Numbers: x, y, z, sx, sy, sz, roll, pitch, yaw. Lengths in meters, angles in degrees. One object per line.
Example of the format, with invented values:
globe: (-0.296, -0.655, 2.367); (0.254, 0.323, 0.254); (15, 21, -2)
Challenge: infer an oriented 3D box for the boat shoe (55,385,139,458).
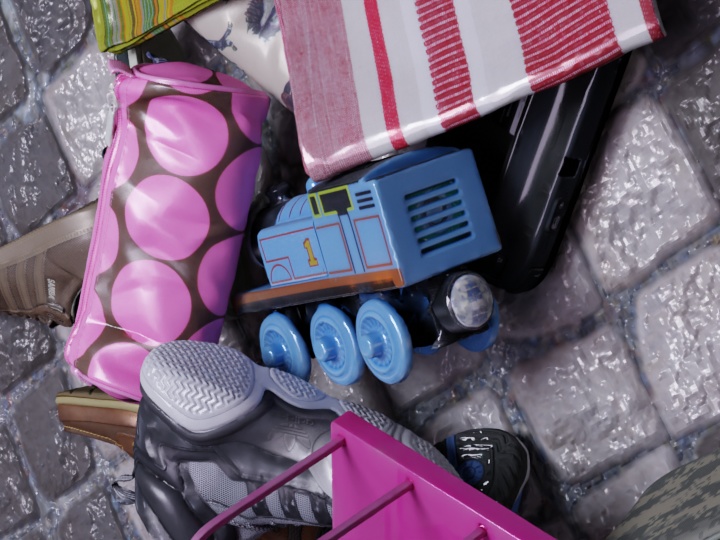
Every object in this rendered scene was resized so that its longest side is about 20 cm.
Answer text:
boat shoe: (-0.118, 0.106, 1.112); (0.199, 0.072, 0.068); (4, 96, 37)

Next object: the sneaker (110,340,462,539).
sneaker: (-0.040, 0.124, 0.955); (0.199, 0.075, 0.115); (26, 111, 7)

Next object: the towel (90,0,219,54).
towel: (-0.096, -0.189, 0.979); (0.199, 0.018, 0.087); (-18, 86, 47)

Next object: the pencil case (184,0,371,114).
pencil case: (-0.041, -0.149, 1.011); (0.200, 0.078, 0.090); (40, 95, 29)

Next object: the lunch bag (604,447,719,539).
lunch bag: (0.219, 0.161, 0.805); (0.200, 0.139, 0.168); (-35, 92, 39)

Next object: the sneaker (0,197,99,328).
sneaker: (-0.210, 0.011, 1.179); (0.199, 0.070, 0.076); (-21, 97, 46)

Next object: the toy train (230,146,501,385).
toy train: (0.000, 0.000, 0.969); (0.199, 0.086, 0.115); (-9, 97, 58)

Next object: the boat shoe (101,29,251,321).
boat shoe: (-0.127, -0.060, 1.096); (0.066, 0.074, 0.201); (-17, 94, 26)

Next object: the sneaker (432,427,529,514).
sneaker: (0.040, 0.181, 0.987); (0.075, 0.077, 0.201); (29, 92, 40)

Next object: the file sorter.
file sorter: (0.023, 0.190, 0.811); (0.199, 0.125, 0.140); (29, 134, 35)

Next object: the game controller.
game controller: (0.087, -0.092, 0.945); (0.104, 0.042, 0.201); (41, 120, 45)

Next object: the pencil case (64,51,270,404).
pencil case: (-0.116, -0.020, 1.014); (0.091, 0.093, 0.202); (-147, 66, -63)

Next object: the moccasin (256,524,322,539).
moccasin: (-0.097, 0.185, 1.079); (0.077, 0.074, 0.201); (28, 146, -13)

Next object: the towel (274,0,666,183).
towel: (0.046, -0.144, 0.904); (0.199, 0.023, 0.145); (-21, 67, 22)
